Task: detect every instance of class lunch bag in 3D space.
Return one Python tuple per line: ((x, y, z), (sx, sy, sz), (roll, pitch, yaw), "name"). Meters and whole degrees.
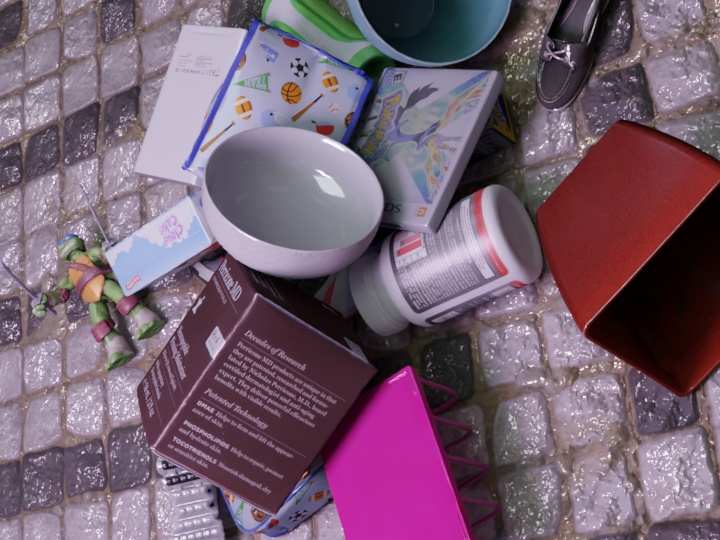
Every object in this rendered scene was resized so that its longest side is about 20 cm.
((-0.086, 0.206, 1.556), (0.200, 0.075, 0.161), (-42, 54, 19), "lunch bag")
((-0.096, -0.174, 1.555), (0.202, 0.169, 0.124), (-65, 9, 2), "lunch bag")

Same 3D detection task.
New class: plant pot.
((0.292, -0.031, 1.294), (0.200, 0.199, 0.177), (-48, 43, 14), "plant pot")
((0.065, -0.335, 1.558), (0.135, 0.198, 0.202), (180, 107, -72), "plant pot")

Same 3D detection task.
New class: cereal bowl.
((-0.078, -0.062, 1.430), (0.201, 0.198, 0.084), (54, 145, 33), "cereal bowl")

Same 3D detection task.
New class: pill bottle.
((0.093, -0.006, 1.464), (0.199, 0.115, 0.117), (-25, 63, 27), "pill bottle")

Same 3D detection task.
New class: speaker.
((-0.043, -0.289, 1.665), (0.200, 0.088, 0.089), (43, 102, 36), "speaker")

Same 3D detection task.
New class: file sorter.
((0.062, 0.234, 1.407), (0.138, 0.125, 0.202), (-33, 58, 24), "file sorter")

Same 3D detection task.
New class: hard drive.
((-0.210, -0.209, 1.652), (0.131, 0.026, 0.202), (14, 84, 44), "hard drive")

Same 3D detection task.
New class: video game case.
((0.055, -0.141, 1.491), (0.181, 0.022, 0.202), (10, 69, 46), "video game case")

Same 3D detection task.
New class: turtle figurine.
((-0.366, 0.028, 1.747), (0.143, 0.200, 0.194), (-36, 78, -16), "turtle figurine")

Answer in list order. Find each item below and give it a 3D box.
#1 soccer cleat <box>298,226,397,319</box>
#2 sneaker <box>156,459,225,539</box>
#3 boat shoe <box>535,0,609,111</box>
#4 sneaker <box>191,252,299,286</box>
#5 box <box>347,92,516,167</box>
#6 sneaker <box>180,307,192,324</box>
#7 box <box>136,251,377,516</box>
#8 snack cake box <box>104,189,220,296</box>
((0.000, 0.000, 1.571), (0.200, 0.073, 0.068), (-46, 24, -4), "soccer cleat")
((-0.200, 0.302, 1.614), (0.074, 0.081, 0.203), (-6, 90, 4), "sneaker")
((0.239, -0.282, 1.480), (0.066, 0.057, 0.202), (22, 90, 37), "boat shoe")
((-0.131, -0.014, 1.650), (0.199, 0.084, 0.121), (22, 74, 53), "sneaker")
((0.080, -0.147, 1.548), (0.199, 0.064, 0.071), (-25, 62, 27), "box")
((-0.168, 0.108, 1.570), (0.076, 0.200, 0.112), (17, 91, 14), "sneaker")
((-0.117, 0.118, 1.417), (0.201, 0.163, 0.166), (-55, 22, 7), "box")
((-0.221, -0.046, 1.663), (0.199, 0.115, 0.068), (-28, 90, 43), "snack cake box")
